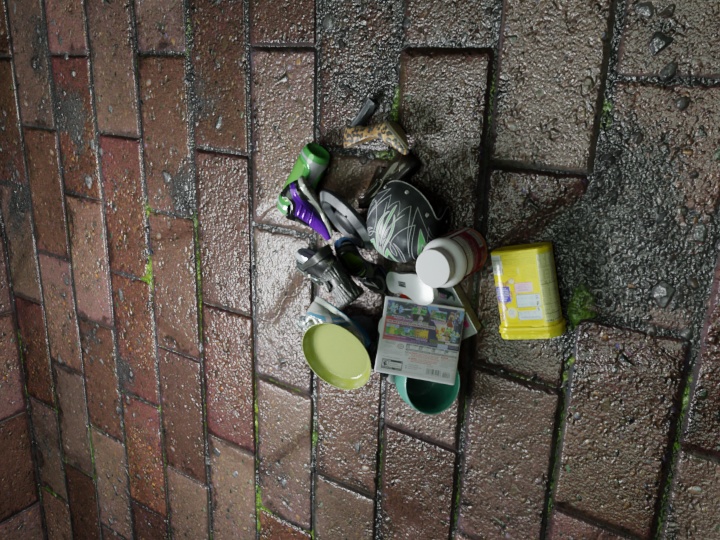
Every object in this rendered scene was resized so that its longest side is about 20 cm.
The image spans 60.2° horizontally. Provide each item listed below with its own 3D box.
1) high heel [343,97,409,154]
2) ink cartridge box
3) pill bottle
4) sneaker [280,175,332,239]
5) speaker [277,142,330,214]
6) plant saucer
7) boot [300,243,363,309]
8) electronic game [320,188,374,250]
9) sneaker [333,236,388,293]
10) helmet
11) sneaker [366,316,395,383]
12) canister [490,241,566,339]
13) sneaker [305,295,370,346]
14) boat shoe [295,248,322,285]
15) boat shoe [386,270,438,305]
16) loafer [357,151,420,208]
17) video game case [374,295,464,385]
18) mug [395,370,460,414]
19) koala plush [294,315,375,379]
[{"bbox_3d":[0.037,-0.313,1.544,0.143,0.071,0.201,-52,57,27],"label":"high heel"},{"bbox_3d":[0.190,0.096,1.579,0.172,0.043,0.203,-31,85,35],"label":"ink cartridge box"},{"bbox_3d":[0.209,-0.027,1.433,0.111,0.199,0.115,10,109,31],"label":"pill bottle"},{"bbox_3d":[-0.149,-0.155,1.670,0.098,0.070,0.202,-25,124,9],"label":"sneaker"},{"bbox_3d":[-0.157,-0.244,1.694,0.088,0.088,0.201,43,123,16],"label":"speaker"},{"bbox_3d":[-0.056,0.210,1.562,0.197,0.031,0.203,15,126,22],"label":"plant saucer"},{"bbox_3d":[-0.076,0.022,1.612,0.159,0.079,0.211,52,169,-5],"label":"boot"},{"bbox_3d":[-0.033,-0.130,1.601,0.042,0.201,0.200,-43,73,-11],"label":"electronic game"},{"bbox_3d":[0.000,0.000,1.620,0.070,0.083,0.200,-33,121,20],"label":"sneaker"},{"bbox_3d":[0.106,-0.119,1.483,0.197,0.190,0.204,11,110,31],"label":"helmet"},{"bbox_3d":[0.046,0.196,1.611,0.113,0.075,0.203,19,131,38],"label":"sneaker"},{"bbox_3d":[0.379,0.046,1.410,0.146,0.086,0.204,-5,99,35],"label":"canister"},{"bbox_3d":[-0.057,0.148,1.597,0.198,0.076,0.082,32,87,31],"label":"sneaker"},{"bbox_3d":[-0.107,0.006,1.749,0.199,0.071,0.072,33,129,34],"label":"boat shoe"},{"bbox_3d":[0.137,0.032,1.509,0.199,0.063,0.072,21,118,59],"label":"boat shoe"},{"bbox_3d":[0.063,-0.230,1.563,0.199,0.073,0.072,-38,77,26],"label":"loafer"},{"bbox_3d":[0.144,0.168,1.505,0.196,0.023,0.186,9,83,8],"label":"video game case"},{"bbox_3d":[0.163,0.261,1.580,0.114,0.149,0.189,-173,82,-75],"label":"mug"},{"bbox_3d":[-0.074,0.176,1.715,0.198,0.176,0.187,29,106,25],"label":"koala plush"}]
